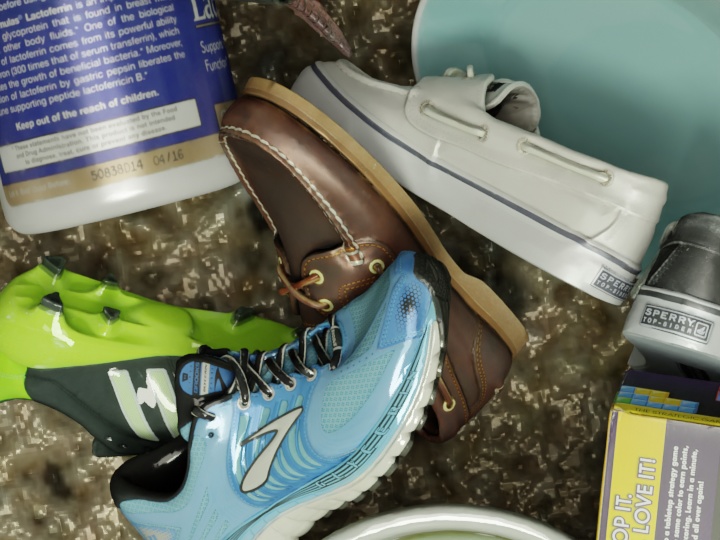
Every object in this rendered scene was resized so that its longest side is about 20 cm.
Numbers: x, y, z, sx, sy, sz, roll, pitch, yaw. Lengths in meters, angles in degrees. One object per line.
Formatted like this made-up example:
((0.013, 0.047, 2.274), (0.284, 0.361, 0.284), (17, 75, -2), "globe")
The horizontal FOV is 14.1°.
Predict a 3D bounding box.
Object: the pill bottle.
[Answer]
((-0.125, -0.125, 1.293), (0.115, 0.116, 0.201), (-13, 95, 0), "pill bottle")

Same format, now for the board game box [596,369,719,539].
((0.177, 0.152, 1.206), (0.164, 0.057, 0.201), (9, 109, 11), "board game box")

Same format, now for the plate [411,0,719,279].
((0.116, -0.075, 1.285), (0.200, 0.200, 0.026), (38, 54, -3), "plate")

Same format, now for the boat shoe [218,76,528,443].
((0.000, 0.000, 1.289), (0.070, 0.070, 0.200), (-51, 122, -13), "boat shoe")

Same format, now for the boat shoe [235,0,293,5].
((-0.046, -0.149, 1.218), (0.200, 0.063, 0.074), (-6, 122, -18), "boat shoe")

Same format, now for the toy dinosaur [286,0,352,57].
((-0.042, -0.192, 1.279), (0.085, 0.136, 0.201), (-4, 95, 0), "toy dinosaur")

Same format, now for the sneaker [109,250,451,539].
((-0.037, 0.062, 1.255), (0.090, 0.079, 0.200), (36, 116, -16), "sneaker")

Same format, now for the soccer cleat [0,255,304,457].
((-0.079, 0.056, 1.339), (0.199, 0.068, 0.081), (19, 125, -11), "soccer cleat")

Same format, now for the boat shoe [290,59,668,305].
((0.052, -0.057, 1.277), (0.200, 0.072, 0.066), (34, 98, 40), "boat shoe")

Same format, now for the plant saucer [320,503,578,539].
((0.039, 0.190, 1.289), (0.199, 0.050, 0.201), (0, 108, 0), "plant saucer")

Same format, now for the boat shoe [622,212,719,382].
((0.153, 0.015, 1.272), (0.073, 0.199, 0.068), (17, 83, 18), "boat shoe")
